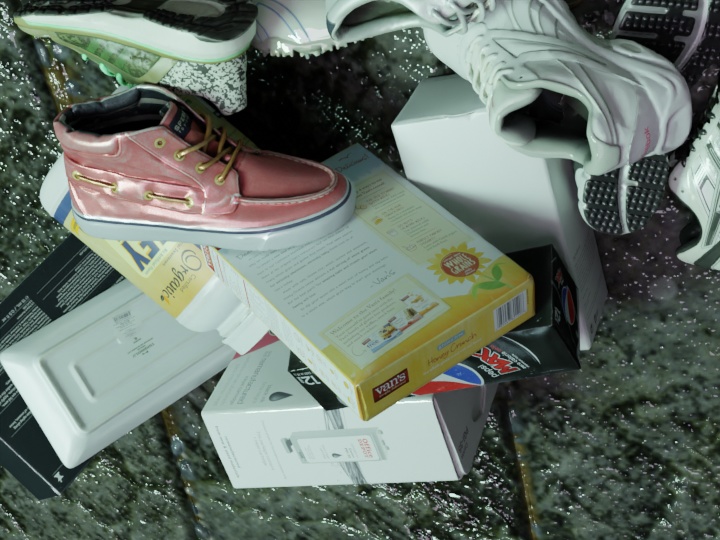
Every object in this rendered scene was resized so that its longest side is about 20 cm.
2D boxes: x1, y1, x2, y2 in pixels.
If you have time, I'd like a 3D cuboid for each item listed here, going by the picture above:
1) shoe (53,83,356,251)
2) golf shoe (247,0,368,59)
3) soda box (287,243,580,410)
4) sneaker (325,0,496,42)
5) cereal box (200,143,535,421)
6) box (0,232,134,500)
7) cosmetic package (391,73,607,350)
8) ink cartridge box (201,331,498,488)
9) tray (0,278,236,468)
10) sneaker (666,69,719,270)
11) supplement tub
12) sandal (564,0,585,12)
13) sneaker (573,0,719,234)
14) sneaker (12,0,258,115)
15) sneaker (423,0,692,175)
[{"bbox_3d":[-0.105,-0.070,0.883,0.199,0.072,0.091,1,133,8],"label":"shoe"},{"bbox_3d":[-0.070,-0.204,0.914,0.199,0.078,0.098,6,122,16],"label":"golf shoe"},{"bbox_3d":[0.051,0.043,0.928,0.199,0.071,0.063,-12,143,24],"label":"soda box"},{"bbox_3d":[0.065,-0.182,0.817,0.199,0.073,0.071,-6,75,35],"label":"sneaker"},{"bbox_3d":[0.000,0.000,0.887,0.200,0.144,0.040,41,153,41],"label":"cereal box"},{"bbox_3d":[-0.240,0.068,1.091,0.141,0.200,0.079,45,152,-8],"label":"box"},{"bbox_3d":[0.106,-0.042,0.962,0.107,0.085,0.201,-4,118,24],"label":"cosmetic package"},{"bbox_3d":[-0.004,0.094,1.052,0.199,0.147,0.083,-6,121,24],"label":"ink cartridge box"},{"bbox_3d":[-0.180,0.062,1.068,0.108,0.200,0.022,58,151,-3],"label":"tray"},{"bbox_3d":[0.245,-0.082,0.887,0.087,0.076,0.201,2,121,20],"label":"sneaker"},{"bbox_3d":[-0.128,-0.044,1.017,0.200,0.145,0.144,40,126,-6],"label":"supplement tub"},{"bbox_3d":[0.131,-0.206,0.865,0.201,0.057,0.080,-31,105,34],"label":"sandal"},{"bbox_3d":[0.183,-0.128,0.882,0.073,0.080,0.201,12,116,-11],"label":"sneaker"},{"bbox_3d":[-0.158,-0.149,0.912,0.199,0.077,0.089,15,129,28],"label":"sneaker"},{"bbox_3d":[0.102,-0.122,0.819,0.200,0.099,0.078,32,138,36],"label":"sneaker"}]
